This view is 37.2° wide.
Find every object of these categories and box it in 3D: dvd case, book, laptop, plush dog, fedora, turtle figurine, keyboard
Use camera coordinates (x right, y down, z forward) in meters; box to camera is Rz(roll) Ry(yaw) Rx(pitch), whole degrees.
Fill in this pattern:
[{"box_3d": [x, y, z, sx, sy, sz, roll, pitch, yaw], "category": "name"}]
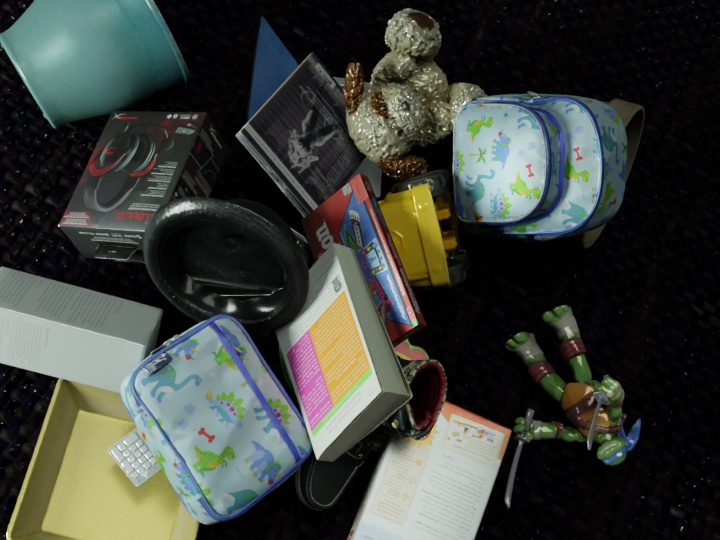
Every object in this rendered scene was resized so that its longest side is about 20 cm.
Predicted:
[{"box_3d": [-0.063, -0.174, 1.389, 0.149, 0.016, 0.201, 49, 46, -16], "category": "dvd case"}, {"box_3d": [-0.031, 0.090, 1.189, 0.048, 0.134, 0.202, 15, 42, -41], "category": "book"}, {"box_3d": [-0.053, -0.217, 1.435, 0.197, 0.116, 0.190, 8, 63, -8], "category": "laptop"}, {"box_3d": [0.050, -0.218, 1.426, 0.172, 0.160, 0.201, -41, 100, -31], "category": "plush dog"}, {"box_3d": [-0.145, -0.022, 1.229, 0.198, 0.202, 0.092, 24, 38, 0], "category": "fedora"}, {"box_3d": [0.244, 0.151, 1.304, 0.197, 0.144, 0.196, -14, 64, -22], "category": "turtle figurine"}, {"box_3d": [-0.192, 0.165, 1.223, 0.199, 0.011, 0.056, -37, 76, -26], "category": "keyboard"}]

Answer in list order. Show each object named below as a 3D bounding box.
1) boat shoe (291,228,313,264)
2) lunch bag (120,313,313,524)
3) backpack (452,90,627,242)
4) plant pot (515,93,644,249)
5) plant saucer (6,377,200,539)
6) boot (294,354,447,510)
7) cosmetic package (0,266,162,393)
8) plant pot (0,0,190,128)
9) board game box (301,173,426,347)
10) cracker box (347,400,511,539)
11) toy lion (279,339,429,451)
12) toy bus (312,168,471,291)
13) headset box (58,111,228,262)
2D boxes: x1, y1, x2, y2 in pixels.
[{"box_3d": [-0.154, -0.042, 1.360, 0.198, 0.076, 0.060, 27, 23, 12], "category": "boat shoe"}, {"box_3d": [-0.156, 0.161, 1.182, 0.160, 0.082, 0.202, -31, 89, -30], "category": "lunch bag"}, {"box_3d": [0.212, -0.125, 1.297, 0.146, 0.198, 0.186, -5, 95, -54], "category": "backpack"}, {"box_3d": [0.266, -0.155, 1.446, 0.172, 0.201, 0.201, 25, 60, 19], "category": "plant pot"}, {"box_3d": [-0.270, 0.237, 1.204, 0.197, 0.049, 0.203, 15, 62, -5], "category": "plant saucer"}, {"box_3d": [0.009, 0.179, 1.196, 0.073, 0.153, 0.206, 33, 74, -25], "category": "boot"}, {"box_3d": [-0.339, 0.069, 1.234, 0.197, 0.072, 0.102, 15, 23, -4], "category": "cosmetic package"}, {"box_3d": [-0.348, -0.285, 1.372, 0.187, 0.200, 0.201, -33, 74, -9], "category": "plant pot"}, {"box_3d": [0.000, 0.000, 1.231, 0.019, 0.103, 0.202, 12, 50, -50], "category": "board game box"}, {"box_3d": [0.078, 0.255, 1.244, 0.132, 0.058, 0.202, 24, 73, -1], "category": "cracker box"}, {"box_3d": [0.001, 0.124, 1.316, 0.197, 0.069, 0.195, -1, 72, -12], "category": "toy lion"}, {"box_3d": [0.036, -0.039, 1.355, 0.189, 0.200, 0.138, -13, 97, 13], "category": "toy bus"}, {"box_3d": [-0.268, -0.096, 1.320, 0.146, 0.075, 0.202, 5, 60, 24], "category": "headset box"}]
